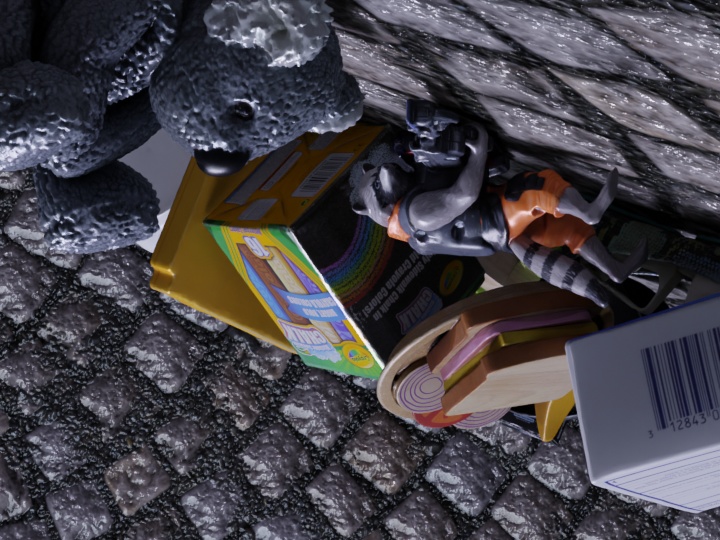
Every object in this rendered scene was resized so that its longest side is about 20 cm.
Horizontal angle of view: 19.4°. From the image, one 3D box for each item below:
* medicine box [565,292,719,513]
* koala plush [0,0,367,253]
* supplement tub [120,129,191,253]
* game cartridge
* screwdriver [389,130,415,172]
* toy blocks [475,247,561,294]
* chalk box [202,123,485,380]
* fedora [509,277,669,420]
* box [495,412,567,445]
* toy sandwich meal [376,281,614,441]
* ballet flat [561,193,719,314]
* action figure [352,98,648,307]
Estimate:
[{"bbox_3d":[0.267,0.087,1.444,0.181,0.104,0.200,-19,160,26],"label":"medicine box"},{"bbox_3d":[-0.100,-0.121,1.214,0.198,0.186,0.178,-1,158,13],"label":"koala plush"},{"bbox_3d":[-0.118,-0.067,1.761,0.145,0.147,0.200,18,173,36],"label":"supplement tub"},{"bbox_3d":[-0.076,-0.041,1.682,0.032,0.178,0.200,18,173,38],"label":"game cartridge"},{"bbox_3d":[0.099,-0.060,1.596,0.199,0.028,0.029,23,147,-35],"label":"screwdriver"},{"bbox_3d":[0.065,-0.037,1.712,0.136,0.100,0.200,36,170,-20],"label":"toy blocks"},{"bbox_3d":[0.000,0.000,1.621,0.123,0.125,0.201,8,138,53],"label":"chalk box"},{"bbox_3d":[0.171,0.034,1.785,0.200,0.200,0.092,18,139,40],"label":"fedora"},{"bbox_3d":[0.114,0.049,1.922,0.198,0.162,0.044,20,174,15],"label":"box"},{"bbox_3d":[0.108,0.076,1.534,0.203,0.071,0.206,-15,153,-8],"label":"toy sandwich meal"},{"bbox_3d":[0.226,0.004,1.472,0.199,0.075,0.074,18,174,37],"label":"ballet flat"},{"bbox_3d":[0.081,-0.044,1.410,0.192,0.106,0.200,9,173,23],"label":"action figure"}]
